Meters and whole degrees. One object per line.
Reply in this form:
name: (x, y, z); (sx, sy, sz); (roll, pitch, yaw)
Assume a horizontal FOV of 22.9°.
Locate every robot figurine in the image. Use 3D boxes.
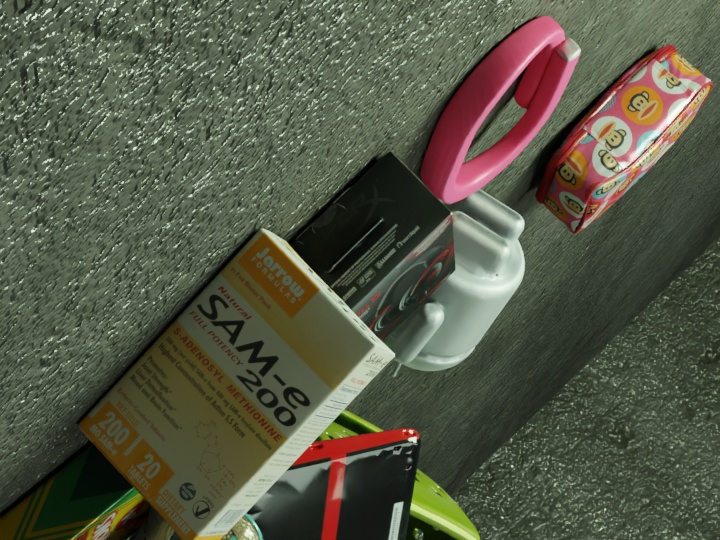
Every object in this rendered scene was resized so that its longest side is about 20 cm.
robot figurine: (0.076, 0.014, 1.627); (0.170, 0.113, 0.201); (-53, 176, -47)

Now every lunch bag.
lunch bag: (0.278, -0.132, 1.894); (0.200, 0.082, 0.176); (-43, 167, -16)

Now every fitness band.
fitness band: (0.115, -0.130, 1.485); (0.143, 0.037, 0.200); (-40, 165, -25)

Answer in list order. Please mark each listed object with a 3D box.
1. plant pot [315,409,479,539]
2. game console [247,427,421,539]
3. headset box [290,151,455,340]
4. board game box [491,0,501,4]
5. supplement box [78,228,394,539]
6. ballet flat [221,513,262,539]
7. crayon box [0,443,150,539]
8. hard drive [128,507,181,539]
plant pot: (-0.038, 0.237, 1.701); (0.199, 0.182, 0.199); (30, 107, -35)
game console: (-0.038, 0.231, 1.566); (0.175, 0.031, 0.201); (-10, 127, -24)
headset box: (0.000, 0.000, 1.428); (0.149, 0.075, 0.200); (-44, 167, -8)
board game box: (0.134, -0.266, 1.131); (0.126, 0.035, 0.200); (-41, 166, -19)
supplement box: (-0.090, 0.086, 1.297); (0.200, 0.126, 0.074); (-47, 166, 3)
ballet flat: (-0.151, 0.258, 1.520); (0.065, 0.071, 0.200); (-36, 173, -37)
crayon box: (-0.246, 0.215, 1.364); (0.200, 0.051, 0.127); (-39, 166, -26)
hard drive: (-0.141, 0.192, 1.438); (0.201, 0.038, 0.140); (-62, -167, 0)
